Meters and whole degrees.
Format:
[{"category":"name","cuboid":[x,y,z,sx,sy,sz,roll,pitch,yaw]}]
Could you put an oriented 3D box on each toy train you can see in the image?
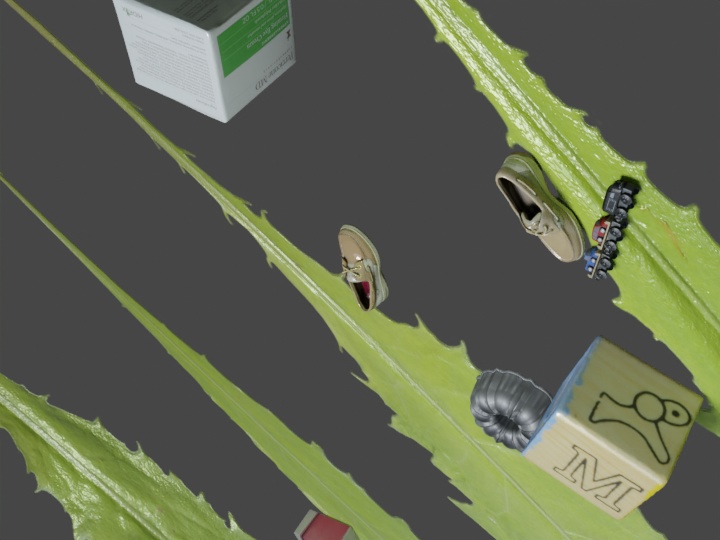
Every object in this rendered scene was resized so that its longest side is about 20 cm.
[{"category":"toy train","cuboid":[0.365,-0.056,1.181,0.046,0.034,0.201,29,146,24]}]

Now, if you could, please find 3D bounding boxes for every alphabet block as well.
[{"category":"alphabet block","cuboid":[0.426,0.269,1.365,0.199,0.196,0.197,33,149,13]}]

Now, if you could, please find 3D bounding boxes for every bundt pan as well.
[{"category":"bundt pan","cuboid":[0.307,0.295,1.628,0.201,0.076,0.203,28,146,20]}]

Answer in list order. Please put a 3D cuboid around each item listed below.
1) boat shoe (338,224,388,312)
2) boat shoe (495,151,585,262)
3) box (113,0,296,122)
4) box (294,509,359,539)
[{"category":"boat shoe","cuboid":[0.000,0.000,1.597,0.074,0.066,0.201,8,135,40]},{"category":"boat shoe","cuboid":[0.271,-0.083,1.216,0.072,0.065,0.200,-11,122,51]},{"category":"box","cuboid":[-0.238,-0.381,1.261,0.199,0.199,0.172,27,146,20]},{"category":"box","cuboid":[-0.114,0.951,2.824,0.199,0.109,0.128,8,136,40]}]
